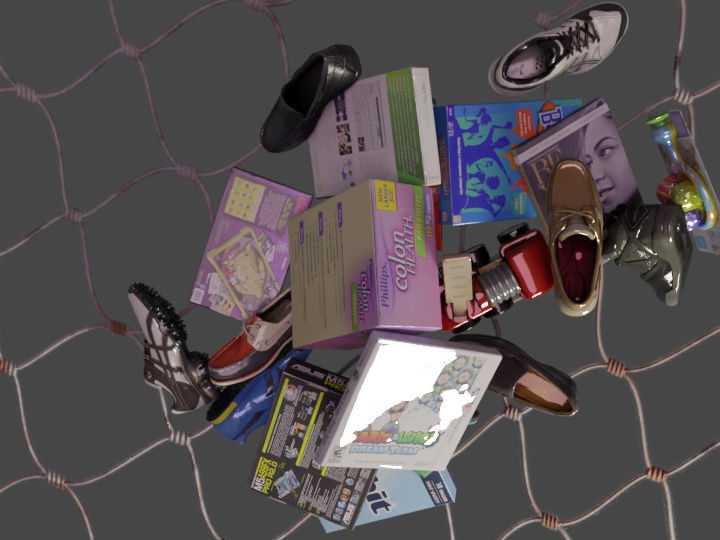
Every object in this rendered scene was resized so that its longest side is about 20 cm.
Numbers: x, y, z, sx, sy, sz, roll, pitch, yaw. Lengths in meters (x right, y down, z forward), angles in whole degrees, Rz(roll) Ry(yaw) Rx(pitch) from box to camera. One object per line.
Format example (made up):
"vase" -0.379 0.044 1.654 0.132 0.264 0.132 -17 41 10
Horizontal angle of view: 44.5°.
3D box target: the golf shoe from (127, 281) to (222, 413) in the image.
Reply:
"golf shoe" -0.279 0.113 1.228 0.094 0.078 0.200 -33 94 7

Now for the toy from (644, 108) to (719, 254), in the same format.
"toy" 0.413 -0.107 1.142 0.047 0.115 0.201 -21 96 0

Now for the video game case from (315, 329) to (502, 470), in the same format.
"video game case" 0.061 0.166 1.080 0.199 0.024 0.183 11 112 -35

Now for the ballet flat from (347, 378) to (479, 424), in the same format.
"ballet flat" 0.067 0.176 1.226 0.199 0.073 0.073 2 98 5

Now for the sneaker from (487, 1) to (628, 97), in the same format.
"sneaker" 0.263 -0.284 1.140 0.199 0.088 0.076 -30 94 5

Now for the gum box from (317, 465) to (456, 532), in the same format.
"gum box" 0.009 0.264 1.214 0.199 0.045 0.170 -19 109 18

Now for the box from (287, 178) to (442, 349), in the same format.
"box" 0.000 0.000 1.108 0.096 0.200 0.177 5 75 -33

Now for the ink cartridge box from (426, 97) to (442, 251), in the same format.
"ink cartridge box" 0.049 -0.123 1.165 0.109 0.050 0.201 2 100 41

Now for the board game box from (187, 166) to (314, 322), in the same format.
"board game box" -0.153 -0.030 1.226 0.120 0.032 0.201 21 99 3

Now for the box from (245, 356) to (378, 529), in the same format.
"box" -0.050 0.230 1.163 0.160 0.044 0.201 20 115 3

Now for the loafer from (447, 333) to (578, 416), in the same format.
"loafer" 0.210 0.143 1.211 0.199 0.072 0.073 20 100 0

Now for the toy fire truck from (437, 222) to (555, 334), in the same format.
"toy fire truck" 0.165 0.008 1.129 0.175 0.200 0.129 -26 97 6

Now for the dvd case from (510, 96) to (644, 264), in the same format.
"dvd case" 0.296 -0.104 1.158 0.148 0.016 0.201 -31 106 -14

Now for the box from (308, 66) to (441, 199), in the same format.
"box" 0.011 -0.172 1.132 0.199 0.036 0.145 -1 98 45

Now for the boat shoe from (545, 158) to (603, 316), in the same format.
"boat shoe" 0.268 -0.045 1.088 0.074 0.066 0.201 -6 83 9

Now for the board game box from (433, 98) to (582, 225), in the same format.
"board game box" 0.197 -0.143 1.150 0.199 0.045 0.153 -7 98 -19

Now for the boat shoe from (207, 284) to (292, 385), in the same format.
"boat shoe" -0.126 0.078 1.188 0.200 0.071 0.063 -34 133 -17

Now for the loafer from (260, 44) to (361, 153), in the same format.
"loafer" -0.079 -0.220 1.135 0.200 0.070 0.068 -39 69 42

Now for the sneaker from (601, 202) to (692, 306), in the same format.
"sneaker" 0.371 -0.025 1.157 0.114 0.199 0.076 11 67 33

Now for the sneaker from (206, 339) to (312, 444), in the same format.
"sneaker" -0.125 0.163 1.240 0.200 0.066 0.078 -45 112 5
